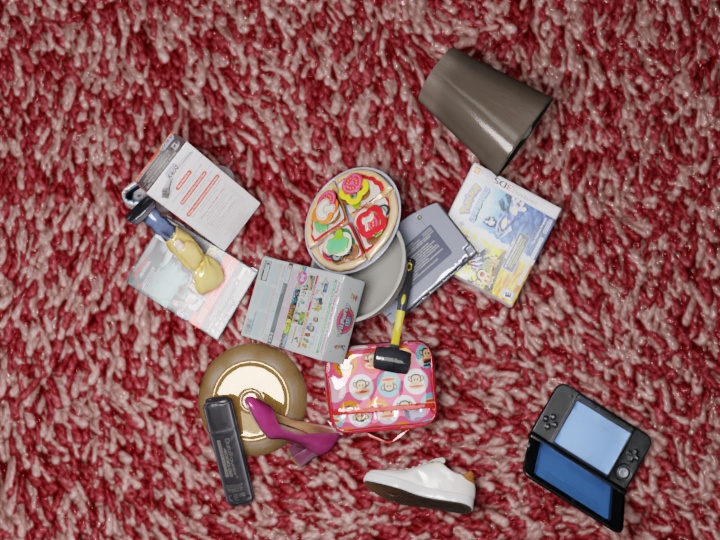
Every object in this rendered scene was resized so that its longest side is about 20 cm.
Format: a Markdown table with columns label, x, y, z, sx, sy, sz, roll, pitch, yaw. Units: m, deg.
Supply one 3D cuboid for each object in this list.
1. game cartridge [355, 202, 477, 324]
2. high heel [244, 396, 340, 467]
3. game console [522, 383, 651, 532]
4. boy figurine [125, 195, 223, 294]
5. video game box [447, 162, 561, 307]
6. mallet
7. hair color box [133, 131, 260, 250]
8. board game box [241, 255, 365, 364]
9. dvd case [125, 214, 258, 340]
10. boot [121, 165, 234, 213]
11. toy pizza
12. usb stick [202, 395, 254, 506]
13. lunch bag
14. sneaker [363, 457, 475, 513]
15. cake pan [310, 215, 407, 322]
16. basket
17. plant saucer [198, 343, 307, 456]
| label | x | y | z | sx | sy | sz | roll | pitch | yaw |
| --- | --- | --- | --- | --- | --- | --- | --- | --- | --- |
| game cartridge | 0.094 | -0.019 | 1.663 | 0.200 | 0.041 | 0.134 | -41 | 69 | 13 |
| high heel | -0.118 | 0.258 | 1.624 | 0.096 | 0.068 | 0.200 | -37 | 131 | 1 |
| game console | 0.398 | 0.322 | 1.631 | 0.199 | 0.116 | 0.177 | 32 | 87 | 2 |
| boy figurine | -0.321 | -0.042 | 1.642 | 0.064 | 0.124 | 0.200 | -45 | 118 | -10 |
| video game box | 0.238 | -0.065 | 1.694 | 0.181 | 0.047 | 0.202 | 27 | 87 | 5 |
| mallet | 0.078 | 0.080 | 1.616 | 0.065 | 0.041 | 0.202 | 18 | 77 | 0 |
| hair color box | -0.281 | -0.136 | 1.629 | 0.111 | 0.200 | 0.064 | -52 | 45 | -3 |
| board game box | -0.101 | 0.066 | 1.624 | 0.198 | 0.064 | 0.150 | 13 | 86 | 40 |
| dvd case | -0.305 | 0.013 | 1.701 | 0.199 | 0.022 | 0.147 | 31 | 86 | 1 |
| boot | -0.325 | -0.145 | 1.674 | 0.197 | 0.096 | 0.075 | -18 | 86 | -1 |
| toy pizza | -0.020 | -0.093 | 1.652 | 0.198 | 0.032 | 0.203 | -12 | 65 | 28 |
| usb stick | -0.231 | 0.318 | 1.647 | 0.055 | 0.033 | 0.203 | -10 | 102 | 7 |
| lunch bag | 0.036 | 0.216 | 1.661 | 0.197 | 0.082 | 0.179 | -5 | 90 | 0 |
| sneaker | 0.107 | 0.371 | 1.663 | 0.197 | 0.073 | 0.085 | 10 | 55 | 7 |
| cake pan | 0.000 | 0.000 | 1.645 | 0.198 | 0.037 | 0.203 | -14 | 62 | 29 |
| basket | 0.214 | -0.294 | 1.669 | 0.199 | 0.136 | 0.181 | 37 | 71 | 7 |
| plant saucer | -0.195 | 0.232 | 1.678 | 0.197 | 0.035 | 0.203 | 0 | 86 | 0 |
